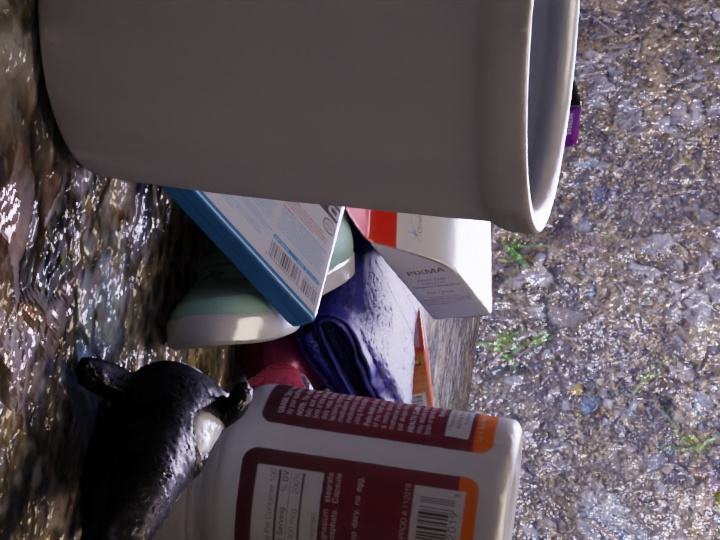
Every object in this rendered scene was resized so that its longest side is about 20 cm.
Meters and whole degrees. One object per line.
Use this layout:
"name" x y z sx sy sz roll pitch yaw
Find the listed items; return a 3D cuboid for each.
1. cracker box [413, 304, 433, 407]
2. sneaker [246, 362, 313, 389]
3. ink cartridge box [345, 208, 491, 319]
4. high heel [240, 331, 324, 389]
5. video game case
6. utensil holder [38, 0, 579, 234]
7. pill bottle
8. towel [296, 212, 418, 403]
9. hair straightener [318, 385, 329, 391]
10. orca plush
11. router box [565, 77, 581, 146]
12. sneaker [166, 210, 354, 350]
"cracker box" 0.021 0.004 1.269 0.134 0.057 0.202 77 5 -64
"sneaker" -0.051 0.132 0.980 0.075 0.080 0.202 -63 161 -44
"ink cartridge box" 0.040 -0.079 0.995 0.200 0.047 0.162 51 38 -59
"high heel" -0.040 0.074 1.075 0.200 0.066 0.097 46 48 -63
"video game case" -0.049 -0.091 0.825 0.143 0.018 0.202 49 40 -35
"utensil holder" -0.014 -0.109 0.642 0.170 0.197 0.173 5 90 -77
"pill bottle" -0.015 0.125 0.835 0.114 0.197 0.116 8 90 -80
"towel" 0.000 0.000 1.056 0.148 0.049 0.202 63 26 -46
"hair straightener" -0.034 0.107 1.188 0.200 0.040 0.078 -76 171 -66
"orca plush" -0.115 0.078 0.689 0.105 0.071 0.200 -38 -171 28
"router box" 0.080 -0.177 1.197 0.051 0.147 0.202 87 -6 -53
"sneaker" -0.064 -0.029 0.861 0.200 0.073 0.120 -42 125 -66
